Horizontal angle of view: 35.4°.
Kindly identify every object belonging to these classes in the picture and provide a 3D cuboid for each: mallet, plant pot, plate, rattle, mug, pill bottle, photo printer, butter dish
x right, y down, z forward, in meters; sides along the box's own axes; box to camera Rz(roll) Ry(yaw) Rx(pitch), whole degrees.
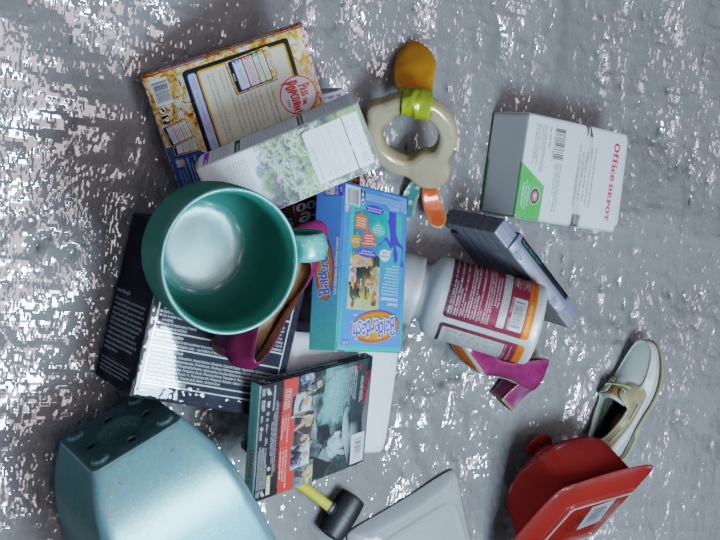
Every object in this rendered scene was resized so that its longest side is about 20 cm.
[{"bbox_3d":[-0.071,0.276,1.494,0.066,0.041,0.201,-48,114,-17],"label":"mallet"},{"bbox_3d":[-0.240,0.260,1.277,0.194,0.195,0.203,-30,115,-25],"label":"plant pot"},{"bbox_3d":[0.090,0.419,1.617,0.197,0.032,0.203,-25,110,-28],"label":"plate"},{"bbox_3d":[0.076,-0.179,1.529,0.128,0.144,0.201,-24,130,6],"label":"rattle"},{"bbox_3d":[-0.144,-0.011,1.207,0.183,0.114,0.154,29,85,-28],"label":"mug"},{"bbox_3d":[0.142,0.047,1.509,0.196,0.110,0.112,16,88,1],"label":"pill bottle"},{"bbox_3d":[-0.050,0.153,1.463,0.197,0.069,0.170,7,93,-37],"label":"photo printer"},{"bbox_3d":[0.296,0.312,1.677,0.196,0.149,0.201,-6,142,-31],"label":"butter dish"}]

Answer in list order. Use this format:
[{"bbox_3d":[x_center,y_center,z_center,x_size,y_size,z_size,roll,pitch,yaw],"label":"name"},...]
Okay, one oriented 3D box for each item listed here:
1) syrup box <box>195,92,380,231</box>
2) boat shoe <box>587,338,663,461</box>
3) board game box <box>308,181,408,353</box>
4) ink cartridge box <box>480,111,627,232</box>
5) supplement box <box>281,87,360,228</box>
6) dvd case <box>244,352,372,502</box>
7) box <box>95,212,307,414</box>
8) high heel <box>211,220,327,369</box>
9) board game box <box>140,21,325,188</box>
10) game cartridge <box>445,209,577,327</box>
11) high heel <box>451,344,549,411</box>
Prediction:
[{"bbox_3d":[-0.083,-0.124,1.287,0.197,0.082,0.080,-22,108,2],"label":"syrup box"},{"bbox_3d":[0.416,0.201,1.771,0.068,0.074,0.203,21,86,-38],"label":"boat shoe"},{"bbox_3d":[0.000,0.000,1.399,0.151,0.044,0.204,9,83,-56],"label":"board game box"},{"bbox_3d":[0.282,-0.140,1.633,0.197,0.084,0.149,7,93,-33],"label":"ink cartridge box"},{"bbox_3d":[-0.061,-0.120,1.430,0.107,0.061,0.204,-19,107,-30],"label":"supplement box"},{"bbox_3d":[-0.061,0.188,1.375,0.198,0.022,0.149,-10,110,-46],"label":"dvd case"},{"bbox_3d":[-0.183,0.053,1.337,0.197,0.122,0.202,14,90,-35],"label":"box"},{"bbox_3d":[-0.083,0.028,1.271,0.067,0.096,0.202,43,73,-30],"label":"high heel"},{"bbox_3d":[-0.140,-0.187,1.329,0.196,0.046,0.154,-17,107,-2],"label":"board game box"},{"bbox_3d":[0.213,-0.004,1.581,0.039,0.129,0.200,-51,120,-18],"label":"game cartridge"},{"bbox_3d":[0.202,0.116,1.621,0.096,0.067,0.200,-48,124,-7],"label":"high heel"}]
